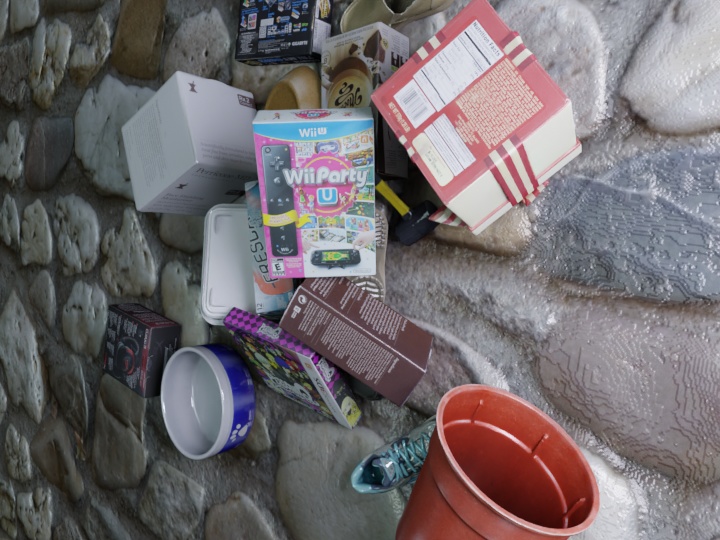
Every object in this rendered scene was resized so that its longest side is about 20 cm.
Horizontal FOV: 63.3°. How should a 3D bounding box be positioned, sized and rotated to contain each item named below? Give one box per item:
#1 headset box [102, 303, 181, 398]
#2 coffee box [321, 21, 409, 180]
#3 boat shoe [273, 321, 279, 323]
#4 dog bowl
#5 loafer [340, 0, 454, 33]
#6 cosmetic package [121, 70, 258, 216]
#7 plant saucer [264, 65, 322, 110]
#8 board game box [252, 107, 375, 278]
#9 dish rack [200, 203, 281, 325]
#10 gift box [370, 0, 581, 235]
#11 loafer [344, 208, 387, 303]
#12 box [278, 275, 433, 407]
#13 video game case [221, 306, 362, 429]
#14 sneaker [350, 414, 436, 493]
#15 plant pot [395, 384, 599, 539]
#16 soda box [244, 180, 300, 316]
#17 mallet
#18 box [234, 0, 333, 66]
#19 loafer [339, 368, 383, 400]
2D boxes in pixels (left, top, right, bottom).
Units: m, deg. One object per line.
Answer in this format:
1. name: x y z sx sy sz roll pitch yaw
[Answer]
1. headset box: -0.461 0.168 1.239 0.197 0.074 0.153 15 100 38
2. coffee box: 0.006 -0.234 0.851 0.111 0.079 0.206 0 90 39
3. boat shoe: -0.164 0.051 1.006 0.204 0.071 0.066 60 154 7
4. dog bowl: -0.289 0.242 1.097 0.196 0.078 0.206 0 90 39
5. loafer: 0.041 -0.382 0.829 0.196 0.067 0.078 -12 83 38
6. cosmetic package: -0.295 -0.214 1.043 0.197 0.163 0.169 -24 76 37
7. plant saucer: -0.116 -0.227 0.944 0.198 0.035 0.207 4 95 56
8. board game box: -0.054 -0.095 0.738 0.143 0.065 0.205 -2 117 -1
9. dish rack: -0.180 -0.014 0.956 0.166 0.044 0.206 1 81 -1
10. gift box: 0.125 -0.162 0.684 0.198 0.186 0.188 -34 72 18
11. loafer: 0.000 0.000 0.868 0.069 0.074 0.205 -118 37 -65
12. box: -0.002 0.083 0.795 0.197 0.100 0.076 32 114 1
13. video game case: -0.105 0.150 0.904 0.197 0.036 0.184 16 143 37
14. sneaker: 0.066 0.264 0.803 0.199 0.085 0.079 -40 67 32
15. plant pot: 0.140 0.279 0.688 0.200 0.198 0.199 41 123 30
16. soda box: -0.133 -0.034 0.901 0.062 0.068 0.206 -8 81 4
17. mallet: 0.035 -0.118 0.779 0.065 0.201 0.042 -27 31 25
18. box: -0.127 -0.455 0.978 0.196 0.049 0.205 11 97 39
19. loafer: -0.041 0.133 0.898 0.198 0.071 0.074 34 110 33
